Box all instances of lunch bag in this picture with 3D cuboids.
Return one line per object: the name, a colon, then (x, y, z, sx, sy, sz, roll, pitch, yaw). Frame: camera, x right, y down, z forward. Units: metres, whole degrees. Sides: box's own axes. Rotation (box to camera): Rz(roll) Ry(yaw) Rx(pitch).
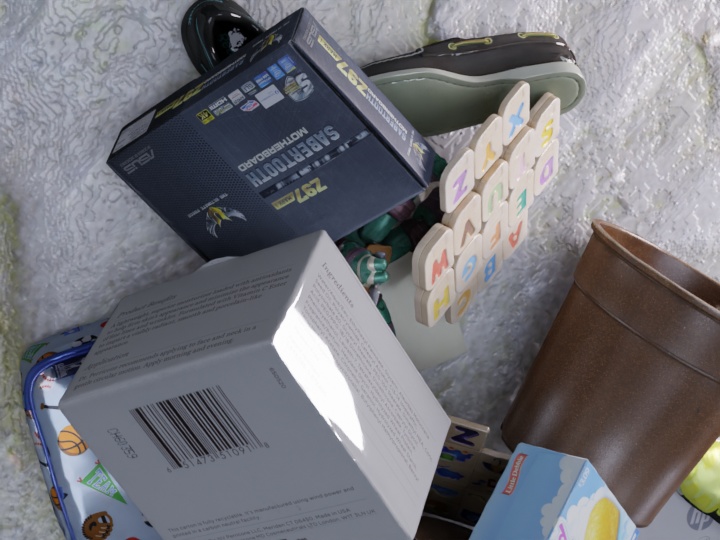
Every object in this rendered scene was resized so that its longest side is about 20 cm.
lunch bag: (-0.182, 0.129, 1.293, 0.160, 0.076, 0.201, -16, 107, -13)

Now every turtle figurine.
turtle figurine: (0.006, 0.003, 1.262, 0.101, 0.150, 0.200, 35, 79, 17)

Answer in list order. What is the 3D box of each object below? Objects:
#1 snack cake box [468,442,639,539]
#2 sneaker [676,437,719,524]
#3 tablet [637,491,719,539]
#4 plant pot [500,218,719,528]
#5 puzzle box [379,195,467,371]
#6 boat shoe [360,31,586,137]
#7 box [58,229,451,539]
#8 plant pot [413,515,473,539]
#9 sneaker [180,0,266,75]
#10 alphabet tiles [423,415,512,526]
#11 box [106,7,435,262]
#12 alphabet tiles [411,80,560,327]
snack cake box: (0.125, 0.246, 1.204, 0.200, 0.067, 0.115, -60, 137, -23)
sneaker: (0.363, 0.215, 1.437, 0.200, 0.076, 0.076, 33, 94, -17)
tablet: (0.313, 0.244, 1.478, 0.199, 0.014, 0.131, -10, 105, -13)
plant pot: (0.230, 0.093, 1.336, 0.200, 0.200, 0.199, 26, 102, -18)
puzzle box: (0.000, 0.000, 1.334, 0.133, 0.025, 0.201, -20, 107, -9)
boat shoe: (0.080, -0.155, 1.304, 0.201, 0.061, 0.072, -5, 142, -10)
box: (-0.073, 0.104, 1.169, 0.199, 0.131, 0.200, -17, 120, 31)
plant pot: (0.038, 0.270, 1.277, 0.187, 0.187, 0.200, -42, 147, -2)
sneaker: (-0.069, -0.126, 1.247, 0.075, 0.079, 0.200, -41, 100, -6)
alphabet tiles: (0.058, 0.158, 1.301, 0.199, 0.167, 0.008, 16, 56, 2)
box: (-0.068, -0.085, 1.209, 0.200, 0.051, 0.158, -27, 121, 32)
alphabet tiles: (0.103, -0.049, 1.273, 0.200, 0.015, 0.196, -50, 154, -28)
